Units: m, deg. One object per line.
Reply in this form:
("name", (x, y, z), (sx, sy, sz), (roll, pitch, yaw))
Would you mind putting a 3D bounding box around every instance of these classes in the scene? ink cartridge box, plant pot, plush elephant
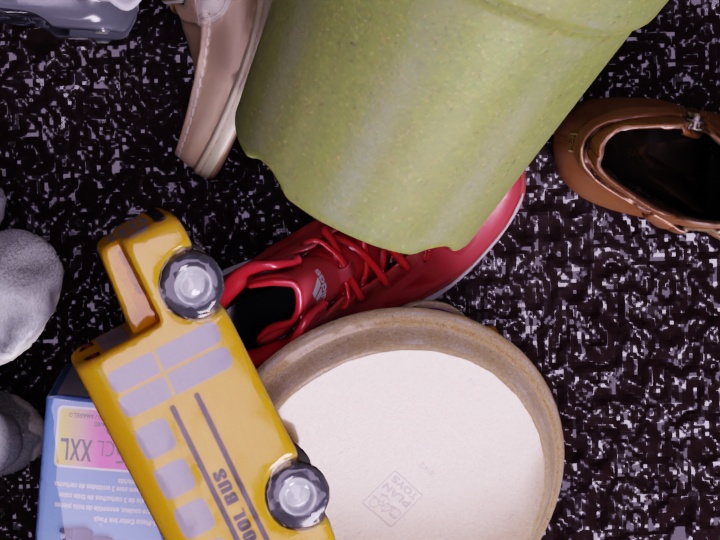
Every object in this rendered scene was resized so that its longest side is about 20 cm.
("ink cartridge box", (-0.122, 0.154, 1.311), (0.076, 0.136, 0.202), (3, 94, -2))
("plant pot", (0.035, -0.117, 1.234), (0.199, 0.201, 0.185), (27, 117, -4))
("plush elephant", (-0.217, 0.018, 1.261), (0.164, 0.200, 0.155), (33, 106, 2))

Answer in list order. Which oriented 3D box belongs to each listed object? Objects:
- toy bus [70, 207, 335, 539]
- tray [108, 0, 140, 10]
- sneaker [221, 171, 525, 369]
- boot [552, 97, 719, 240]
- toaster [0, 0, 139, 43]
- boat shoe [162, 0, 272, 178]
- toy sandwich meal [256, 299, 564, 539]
("toy bus", (-0.071, 0.075, 1.212), (0.078, 0.065, 0.201), (-27, 100, -6))
("tray", (-0.152, -0.223, 1.235), (0.200, 0.022, 0.108), (40, 83, -6))
("sneaker", (0.000, 0.000, 1.316), (0.199, 0.116, 0.079), (-35, 95, 1))
("boot", (0.193, -0.047, 1.301), (0.198, 0.155, 0.077), (16, 93, -4))
("toaster", (-0.198, -0.180, 1.295), (0.198, 0.114, 0.130), (2, 91, -4))
("boat shoe", (-0.070, -0.147, 1.325), (0.064, 0.071, 0.202), (13, 84, -7))
("toy sandwich meal", (0.007, 0.101, 1.318), (0.203, 0.070, 0.207), (-6, 116, -12))
